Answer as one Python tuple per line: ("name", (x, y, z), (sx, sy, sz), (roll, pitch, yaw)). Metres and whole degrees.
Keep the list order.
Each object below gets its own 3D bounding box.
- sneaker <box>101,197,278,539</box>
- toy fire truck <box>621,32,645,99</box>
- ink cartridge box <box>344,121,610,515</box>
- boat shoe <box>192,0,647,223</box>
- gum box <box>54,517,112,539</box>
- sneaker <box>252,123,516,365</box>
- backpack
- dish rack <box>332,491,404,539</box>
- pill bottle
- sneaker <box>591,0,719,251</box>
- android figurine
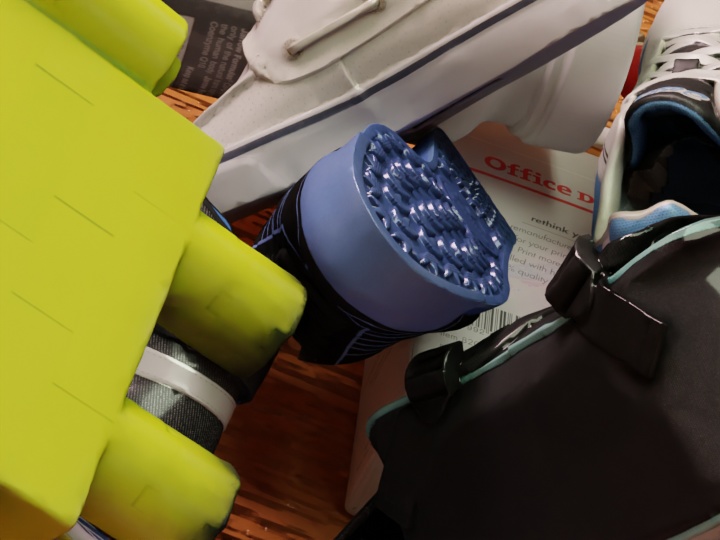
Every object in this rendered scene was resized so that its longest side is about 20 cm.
("sneaker", (-0.106, -0.001, 0.775), (0.200, 0.073, 0.112), (30, 74, 29))
("toy fire truck", (0.165, -0.073, 1.069), (0.176, 0.129, 0.200), (-21, 68, -46))
("ink cartridge box", (0.066, 0.020, 0.920), (0.117, 0.067, 0.200), (20, 38, -8))
("boat shoe", (-0.004, -0.075, 0.820), (0.070, 0.200, 0.071), (63, 15, 3))
("gum box", (-0.060, 0.125, 0.620), (0.114, 0.066, 0.200), (45, -5, -39))
("sneaker", (0.000, 0.000, 0.771), (0.070, 0.078, 0.200), (55, 10, 3))
("backpack", (0.130, 0.065, 0.737), (0.200, 0.176, 0.153), (-8, 68, -42))
("dish rack", (0.056, 0.165, 0.753), (0.200, 0.055, 0.153), (35, 38, 9))
("pill bottle", (-0.002, -0.111, 0.897), (0.200, 0.116, 0.116), (13, 39, -10))
("sneaker", (0.123, -0.053, 0.874), (0.072, 0.073, 0.200), (-6, 38, 18))
("android figurine", (-0.104, -0.016, 0.575), (0.200, 0.041, 0.182), (38, 49, -21))
